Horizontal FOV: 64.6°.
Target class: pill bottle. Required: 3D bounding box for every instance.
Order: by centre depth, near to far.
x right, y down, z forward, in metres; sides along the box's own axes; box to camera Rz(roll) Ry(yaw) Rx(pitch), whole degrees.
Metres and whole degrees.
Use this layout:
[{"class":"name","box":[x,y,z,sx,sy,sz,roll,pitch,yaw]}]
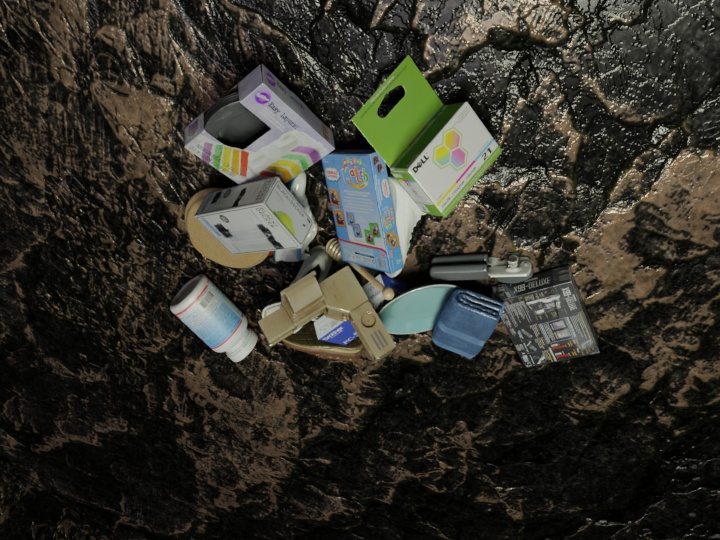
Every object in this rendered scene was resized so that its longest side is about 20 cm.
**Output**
[{"class":"pill bottle","box":[-0.331,0.114,1.310,0.107,0.110,0.201,-24,118,31]}]

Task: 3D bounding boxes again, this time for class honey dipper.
[{"class":"honey dipper","box":[0.000,0.000,1.086,0.199,0.037,0.039,41,148,40]}]

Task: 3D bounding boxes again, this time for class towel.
[{"class":"towel","box":[0.212,0.108,1.153,0.109,0.049,0.202,21,150,5]}]

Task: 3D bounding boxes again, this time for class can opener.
[{"class":"can opener","box":[0.231,0.002,1.094,0.194,0.053,0.068,0,131,16]}]

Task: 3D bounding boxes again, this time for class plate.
[{"class":"plate","box":[0.125,0.074,1.161,0.194,0.026,0.202,-10,149,-6]}]

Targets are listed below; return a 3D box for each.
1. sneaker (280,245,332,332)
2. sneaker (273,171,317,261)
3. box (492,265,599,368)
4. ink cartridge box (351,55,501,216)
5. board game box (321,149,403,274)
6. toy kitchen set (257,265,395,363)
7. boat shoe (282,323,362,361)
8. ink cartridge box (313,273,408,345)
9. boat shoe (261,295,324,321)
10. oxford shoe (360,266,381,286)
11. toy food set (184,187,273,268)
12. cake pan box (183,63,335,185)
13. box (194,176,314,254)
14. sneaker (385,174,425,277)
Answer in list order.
[{"class":"sneaker","box":[-0.121,0.047,1.172,0.069,0.081,0.204,23,109,-5]},{"class":"sneaker","box":[-0.123,-0.108,1.099,0.078,0.077,0.204,1,129,-17]},{"class":"box","box":[0.370,0.098,1.135,0.154,0.050,0.202,-18,123,27]},{"class":"ink cartridge box","box":[0.104,-0.209,0.889,0.148,0.076,0.200,-48,114,-7]},{"class":"board game box","box":[0.001,-0.106,0.993,0.150,0.036,0.205,17,125,52]},{"class":"toy kitchen set","box":[-0.061,0.110,1.026,0.183,0.197,0.164,57,166,11]},{"class":"boat shoe","box":[-0.090,0.174,1.315,0.194,0.073,0.069,8,129,6]},{"class":"ink cartridge box","box":[0.003,0.086,1.191,0.198,0.045,0.093,-37,147,28]},{"class":"boat shoe","box":[-0.117,0.075,1.254,0.194,0.068,0.074,-9,104,6]},{"class":"oxford shoe","box":[0.021,-0.052,1.115,0.071,0.071,0.203,36,139,25]},{"class":"toy food set","box":[-0.266,-0.084,1.167,0.192,0.049,0.204,11,130,6]},{"class":"cake pan box","box":[-0.168,-0.224,0.954,0.181,0.053,0.199,-29,144,21]},{"class":"box","box":[-0.192,-0.093,1.020,0.196,0.061,0.117,-3,140,39]},{"class":"sneaker","box":[0.091,-0.087,1.014,0.073,0.114,0.204,40,141,38]}]
